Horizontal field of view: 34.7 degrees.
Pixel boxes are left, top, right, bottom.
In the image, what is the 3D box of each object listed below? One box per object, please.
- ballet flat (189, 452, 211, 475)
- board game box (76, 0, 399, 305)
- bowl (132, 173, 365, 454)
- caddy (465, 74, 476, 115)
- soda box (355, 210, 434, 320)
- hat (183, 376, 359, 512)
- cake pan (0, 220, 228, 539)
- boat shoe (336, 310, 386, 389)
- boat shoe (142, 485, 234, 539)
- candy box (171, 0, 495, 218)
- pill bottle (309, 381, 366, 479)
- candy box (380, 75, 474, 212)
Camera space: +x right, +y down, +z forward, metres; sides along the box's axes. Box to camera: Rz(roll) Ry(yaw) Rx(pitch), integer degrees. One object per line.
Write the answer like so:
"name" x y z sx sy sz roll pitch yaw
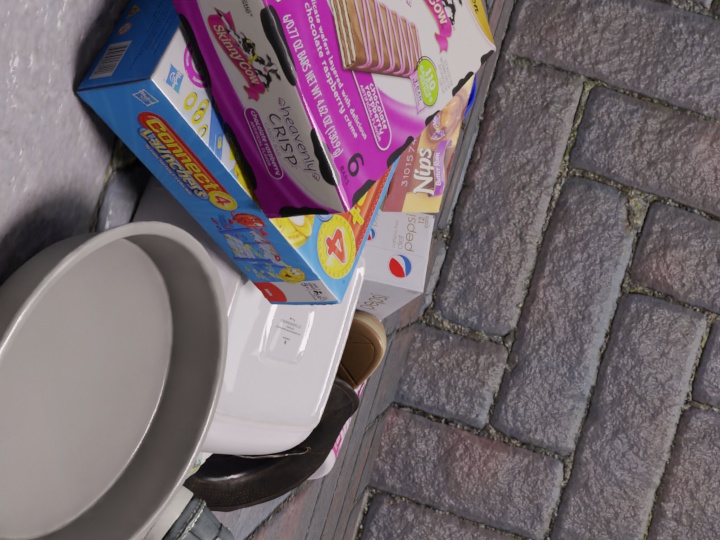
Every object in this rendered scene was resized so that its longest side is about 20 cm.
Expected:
"ballet flat" -0.118 0.083 0.845 0.069 0.071 0.201 37 -62 58
"board game box" -0.047 -0.115 0.684 0.196 0.056 0.201 50 50 -42
"bowl" -0.073 0.032 0.781 0.200 0.074 0.201 21 85 -55
"caddy" 0.064 -0.237 1.320 0.200 0.104 0.142 -56 139 -62
"soda box" 0.000 0.000 0.971 0.200 0.068 0.064 138 -37 -72
"hat" -0.104 0.126 0.981 0.201 0.200 0.081 90 -26 -55
"cake pan" -0.144 0.067 0.616 0.200 0.037 0.201 -40 139 -47
"boat shoe" -0.040 0.078 1.034 0.200 0.071 0.065 -32 -171 45
"boat shoe" -0.149 0.238 0.898 0.073 0.062 0.200 -57 178 -42
"candy box" -0.004 -0.138 0.645 0.200 0.061 0.137 -51 129 -43
"pill bottle" -0.050 0.107 1.213 0.114 0.113 0.201 95 15 -55
"candy box" 0.006 -0.138 0.900 0.200 0.056 0.117 48 -49 51
